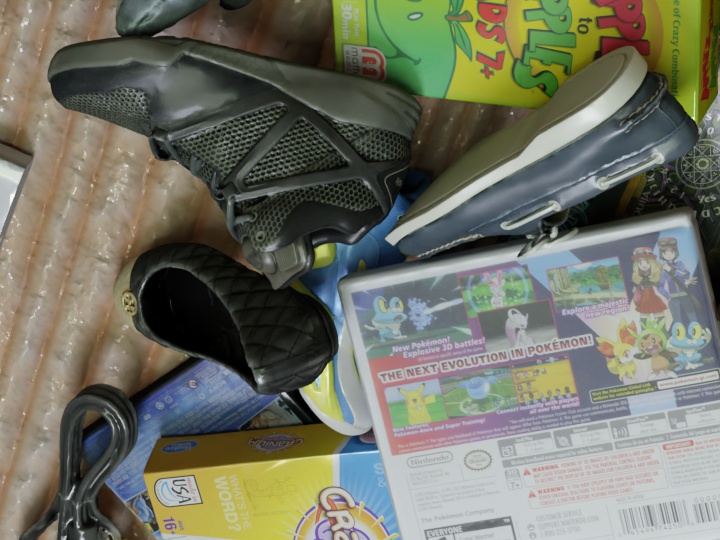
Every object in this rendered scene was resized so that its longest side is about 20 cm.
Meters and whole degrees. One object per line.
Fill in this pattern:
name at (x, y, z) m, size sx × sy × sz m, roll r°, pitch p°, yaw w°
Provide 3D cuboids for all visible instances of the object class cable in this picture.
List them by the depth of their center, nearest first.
cable at (-0.172, 0.147, 1.354) m, size 0.097 × 0.050 × 0.200 m, roll 17°, pitch 120°, yaw 25°

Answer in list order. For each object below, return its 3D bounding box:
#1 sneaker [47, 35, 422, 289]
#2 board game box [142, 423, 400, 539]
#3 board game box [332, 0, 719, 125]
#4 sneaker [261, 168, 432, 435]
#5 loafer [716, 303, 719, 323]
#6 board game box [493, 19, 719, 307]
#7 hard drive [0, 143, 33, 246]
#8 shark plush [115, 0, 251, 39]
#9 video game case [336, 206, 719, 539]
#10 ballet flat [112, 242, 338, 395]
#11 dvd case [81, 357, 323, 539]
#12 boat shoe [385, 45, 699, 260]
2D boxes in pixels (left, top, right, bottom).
sneaker at (-0.075, -0.058, 1.143) m, size 0.199 × 0.076 × 0.114 m, roll 13°, pitch 79°, yaw -3°
board game box at (-0.016, 0.166, 1.315) m, size 0.200 × 0.040 × 0.153 m, roll -8°, pitch 116°, yaw 14°
board game box at (0.085, -0.140, 1.128) m, size 0.200 × 0.048 × 0.102 m, roll 8°, pitch 119°, yaw 21°
sneaker at (0.000, 0.000, 1.226) m, size 0.105 × 0.076 × 0.200 m, roll -13°, pitch 114°, yaw 16°
loafer at (0.187, 0.054, 1.198) m, size 0.063 × 0.072 × 0.200 m, roll 38°, pitch 107°, yaw -6°
board game box at (0.172, -0.044, 1.197) m, size 0.135 × 0.028 × 0.200 m, roll 29°, pitch 120°, yaw -5°
hard drive at (-0.308, -0.052, 1.285) m, size 0.200 × 0.026 × 0.132 m, roll 24°, pitch 119°, yaw -3°
shark plush at (-0.042, -0.186, 1.129) m, size 0.200 × 0.083 × 0.091 m, roll -22°, pitch 112°, yaw 21°
video game case at (0.103, 0.072, 1.176) m, size 0.200 × 0.023 × 0.182 m, roll -11°, pitch 100°, yaw 17°
ballet flat at (-0.088, 0.025, 1.215) m, size 0.200 × 0.057 × 0.067 m, roll 13°, pitch 119°, yaw 52°
dvd case at (-0.064, 0.143, 1.347) m, size 0.143 × 0.018 × 0.200 m, roll -34°, pitch 106°, yaw 24°
boat shoe at (0.091, -0.047, 1.117) m, size 0.062 × 0.075 × 0.200 m, roll 45°, pitch 132°, yaw -13°
